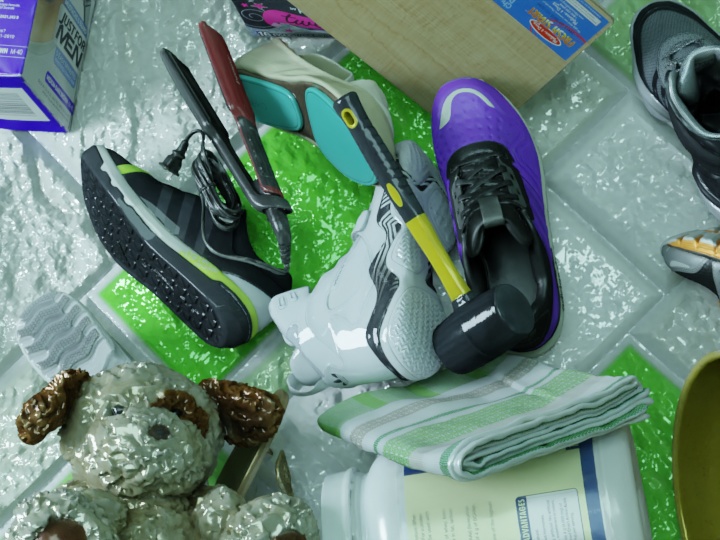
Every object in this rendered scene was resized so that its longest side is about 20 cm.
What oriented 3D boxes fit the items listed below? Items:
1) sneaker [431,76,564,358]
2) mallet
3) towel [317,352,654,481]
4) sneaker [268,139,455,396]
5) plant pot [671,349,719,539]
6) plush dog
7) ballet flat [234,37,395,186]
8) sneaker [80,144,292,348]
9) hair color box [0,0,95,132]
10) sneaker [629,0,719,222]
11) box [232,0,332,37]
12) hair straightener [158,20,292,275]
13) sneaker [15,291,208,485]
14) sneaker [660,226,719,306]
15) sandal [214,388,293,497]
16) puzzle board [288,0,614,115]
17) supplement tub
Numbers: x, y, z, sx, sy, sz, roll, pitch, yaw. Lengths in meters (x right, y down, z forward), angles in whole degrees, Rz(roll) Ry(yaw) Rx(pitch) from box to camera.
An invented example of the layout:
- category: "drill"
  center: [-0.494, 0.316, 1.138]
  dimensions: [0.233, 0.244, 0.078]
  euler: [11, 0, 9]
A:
- category: "sneaker"
  center: [0.093, -0.042, 1.501]
  dimensions: [0.069, 0.100, 0.201]
  euler: [-17, 80, 9]
- category: "mallet"
  center: [0.047, -0.032, 1.446]
  dimensions: [0.066, 0.041, 0.201]
  euler: [-25, 90, 36]
- category: "towel"
  center: [0.074, 0.086, 1.416]
  dimensions: [0.149, 0.200, 0.031]
  euler: [-17, 102, -24]
- category: "sneaker"
  center: [0.000, 0.000, 1.533]
  dimensions: [0.115, 0.075, 0.201]
  euler: [-19, 46, 26]
- category: "plant pot"
  center: [0.301, 0.138, 1.379]
  dimensions: [0.141, 0.200, 0.201]
  euler: [-8, 67, -17]
- category: "plush dog"
  center: [-0.136, 0.142, 1.423]
  dimensions: [0.199, 0.161, 0.173]
  euler: [4, 68, -15]
- category: "ballet flat"
  center: [-0.020, -0.118, 1.564]
  dimensions: [0.070, 0.069, 0.200]
  euler: [-49, 43, -7]
- category: "sneaker"
  center: [-0.122, -0.023, 1.589]
  dimensions: [0.083, 0.072, 0.200]
  euler: [-32, 65, -28]
- category: "hair color box"
  center: [-0.242, -0.216, 1.647]
  dimensions: [0.064, 0.109, 0.201]
  euler: [3, 72, 13]
- category: "sneaker"
  center: [0.233, -0.131, 1.501]
  dimensions: [0.075, 0.114, 0.201]
  euler: [-23, 55, 2]
- category: "box"
  center: [0.010, -0.246, 1.599]
  dimensions: [0.199, 0.115, 0.133]
  euler: [2, 71, 13]
- category: "hair straightener"
  center: [-0.101, -0.078, 1.569]
  dimensions: [0.077, 0.041, 0.201]
  euler: [-30, 68, 13]
- category: "sneaker"
  center: [-0.159, 0.101, 1.531]
  dimensions: [0.075, 0.082, 0.200]
  euler: [-35, 68, 3]
- category: "sneaker"
  center: [0.287, 0.023, 1.471]
  dimensions: [0.199, 0.078, 0.078]
  euler: [22, 113, 30]
- category: "sandal"
  center: [-0.078, 0.189, 1.505]
  dimensions: [0.069, 0.078, 0.212]
  euler: [30, 86, -12]
- category: "puzzle board"
  center: [0.053, -0.189, 1.521]
  dimensions: [0.151, 0.200, 0.017]
  euler: [-42, 20, 34]
- category: "supplement tub"
  center: [0.085, 0.175, 1.420]
  dimensions: [0.199, 0.145, 0.146]
  euler: [-10, 69, 8]
